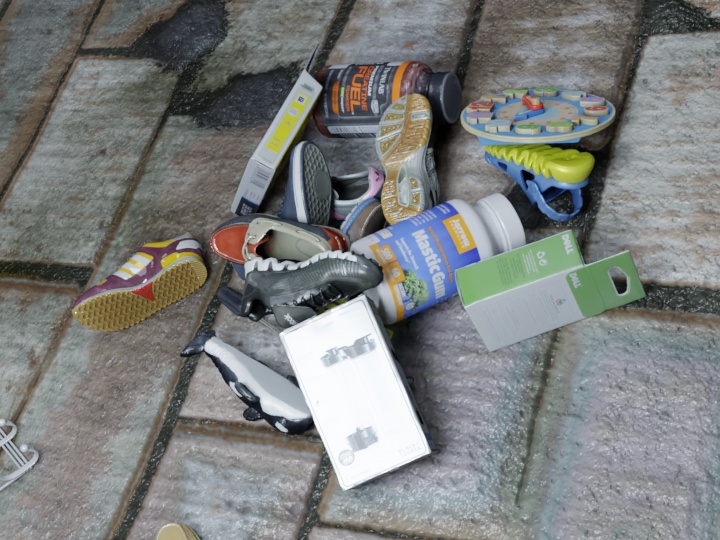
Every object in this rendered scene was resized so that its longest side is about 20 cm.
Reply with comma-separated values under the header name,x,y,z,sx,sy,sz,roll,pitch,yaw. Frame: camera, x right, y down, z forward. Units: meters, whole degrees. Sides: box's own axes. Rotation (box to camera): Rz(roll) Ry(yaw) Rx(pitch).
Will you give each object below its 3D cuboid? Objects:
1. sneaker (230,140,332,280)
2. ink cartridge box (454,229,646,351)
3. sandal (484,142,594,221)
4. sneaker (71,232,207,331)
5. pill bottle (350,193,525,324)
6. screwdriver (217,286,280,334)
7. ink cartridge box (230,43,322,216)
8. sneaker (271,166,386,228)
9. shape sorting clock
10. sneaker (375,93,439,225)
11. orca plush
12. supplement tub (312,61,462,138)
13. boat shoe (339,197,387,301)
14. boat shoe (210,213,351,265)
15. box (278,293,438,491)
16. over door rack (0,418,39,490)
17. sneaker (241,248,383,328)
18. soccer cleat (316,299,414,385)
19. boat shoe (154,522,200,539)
name,x,y,z,sx,sy,sz,roll,pitch,yaw
sneaker,-0.111,-0.068,1.701,0.146,0.077,0.202,1,98,31
ink cartridge box,0.223,0.016,1.507,0.200,0.104,0.059,-20,50,11
sandal,0.222,-0.120,1.632,0.079,0.087,0.200,-15,24,-20
sneaker,-0.311,0.015,1.801,0.200,0.075,0.090,-22,40,1
pill bottle,0.098,-0.021,1.581,0.200,0.112,0.112,-24,47,-11
screwdriver,-0.124,0.072,1.692,0.200,0.029,0.028,34,74,36
ink cartridge box,-0.105,-0.185,1.779,0.047,0.198,0.200,31,68,-1
sneaker,-0.051,-0.093,1.741,0.200,0.082,0.070,-18,50,14
shape sorting clock,0.230,-0.205,1.667,0.200,0.039,0.200,-8,24,3
sneaker,0.067,-0.134,1.697,0.076,0.088,0.200,-4,68,23
orca plush,-0.144,0.157,1.601,0.200,0.105,0.071,28,110,14
supplement tub,0.038,-0.239,1.794,0.200,0.107,0.107,1,56,27
boat shoe,0.000,0.000,1.660,0.072,0.072,0.200,15,73,29
boat shoe,-0.112,-0.031,1.627,0.200,0.071,0.063,6,16,27
box,-0.002,0.141,1.490,0.117,0.060,0.200,-26,78,8
over door rack,-0.545,0.271,1.716,0.200,0.067,0.148,-44,48,-11
sneaker,-0.062,0.028,1.515,0.200,0.066,0.091,-4,58,33
soccer cleat,-0.008,0.079,1.573,0.084,0.065,0.200,-29,70,-11
boat shoe,-0.207,0.366,1.468,0.072,0.076,0.200,-28,47,5
